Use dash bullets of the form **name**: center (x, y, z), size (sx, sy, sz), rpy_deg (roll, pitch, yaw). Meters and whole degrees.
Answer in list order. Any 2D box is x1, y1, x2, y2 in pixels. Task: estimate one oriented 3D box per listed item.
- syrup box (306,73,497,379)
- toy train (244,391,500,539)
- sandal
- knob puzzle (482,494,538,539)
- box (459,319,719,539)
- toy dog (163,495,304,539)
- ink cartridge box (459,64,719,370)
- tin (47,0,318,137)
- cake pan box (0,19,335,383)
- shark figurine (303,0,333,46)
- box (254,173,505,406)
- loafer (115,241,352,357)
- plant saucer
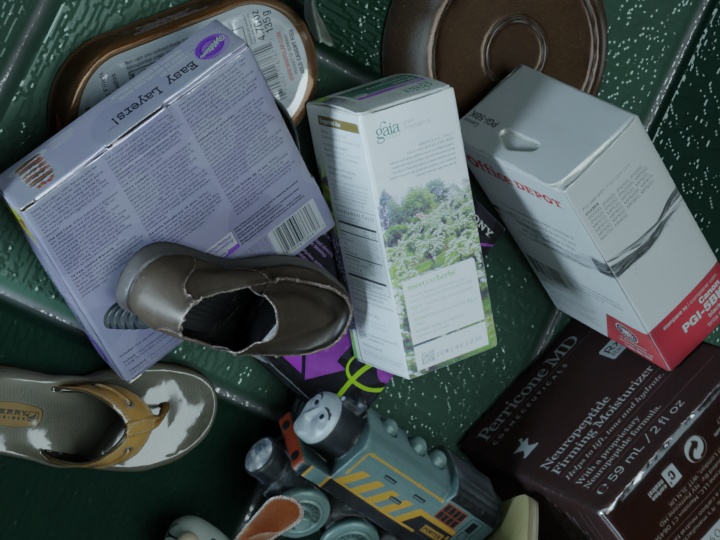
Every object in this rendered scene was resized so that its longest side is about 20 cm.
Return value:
- **syrup box**: center (0.030, -0.033, 1.638), size (0.079, 0.081, 0.200), rpy_deg (-20, 108, -26)
- **toy train**: center (0.010, 0.161, 1.691), size (0.114, 0.085, 0.200), rpy_deg (-43, 124, 16)
- **sandal**: center (-0.188, 0.101, 1.599), size (0.200, 0.055, 0.082), rpy_deg (8, 97, -31)
- **knob puzzle**: center (0.080, 0.257, 1.701), size (0.030, 0.220, 0.220), rpy_deg (32, 84, -16)
- **box**: center (0.219, 0.154, 1.757), size (0.166, 0.200, 0.164), rpy_deg (-46, 119, -14)
- **toy dog**: center (-0.046, 0.226, 1.607), size (0.199, 0.096, 0.132), rpy_deg (1, 74, 3)
- **ink cartridge box**: center (0.172, -0.040, 1.691), size (0.083, 0.147, 0.200), rpy_deg (-43, 128, -11)
- **tin**: center (-0.120, -0.125, 1.599), size (0.200, 0.042, 0.112), rpy_deg (-25, 108, -23)
- **cake pan box**: center (-0.126, -0.047, 1.565), size (0.200, 0.052, 0.184), rpy_deg (-38, 137, -10)
- **shark figurine**: center (0.030, -0.252, 1.622), size (0.214, 0.089, 0.128), rpy_deg (-30, 101, -18)
- **box**: center (0.000, 0.000, 1.695), size (0.143, 0.036, 0.200), rpy_deg (43, 77, -29)
- **loafer**: center (-0.077, 0.033, 1.571), size (0.200, 0.071, 0.073), rpy_deg (6, 118, -45)
- **plant saucer**: center (0.109, -0.164, 1.724), size (0.200, 0.032, 0.201), rpy_deg (-7, 105, -28)
